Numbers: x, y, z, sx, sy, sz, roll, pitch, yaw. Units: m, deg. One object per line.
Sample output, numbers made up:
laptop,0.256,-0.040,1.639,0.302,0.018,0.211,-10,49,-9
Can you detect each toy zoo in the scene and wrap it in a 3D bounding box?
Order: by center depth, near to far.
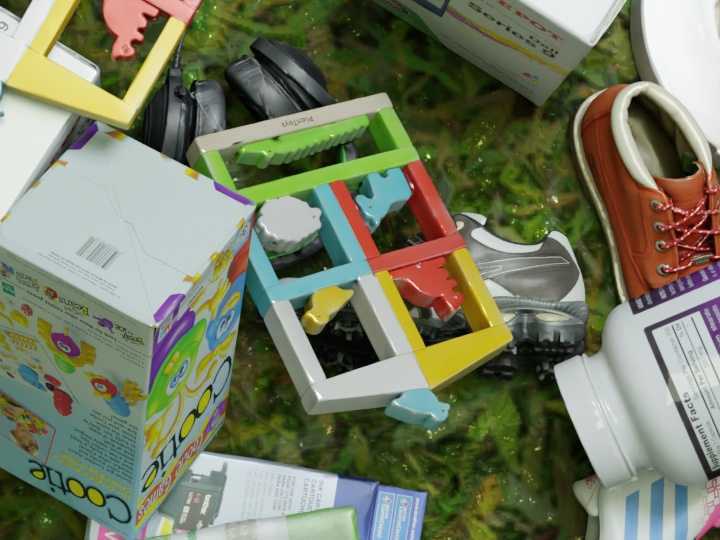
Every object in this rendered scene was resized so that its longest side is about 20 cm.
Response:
toy zoo,-0.142,-0.164,1.124,0.131,0.020,0.200,29,83,-3
toy zoo,0.000,0.000,1.226,0.131,0.020,0.200,-17,70,-30

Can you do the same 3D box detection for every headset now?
headset,-0.075,-0.095,1.286,0.123,0.094,0.200,-23,97,-8

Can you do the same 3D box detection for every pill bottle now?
pill bottle,0.216,0.050,1.233,0.200,0.112,0.113,-24,86,8

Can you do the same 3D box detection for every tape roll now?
tape roll,0.267,-0.154,1.353,0.203,0.037,0.203,1,83,-6

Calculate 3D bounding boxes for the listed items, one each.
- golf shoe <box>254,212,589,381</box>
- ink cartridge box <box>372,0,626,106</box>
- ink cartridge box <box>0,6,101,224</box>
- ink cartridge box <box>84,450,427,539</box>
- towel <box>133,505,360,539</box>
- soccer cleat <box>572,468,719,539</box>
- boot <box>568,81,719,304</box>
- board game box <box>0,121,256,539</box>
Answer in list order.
golf shoe,0.036,0.011,1.304,0.200,0.078,0.095,5,66,-6
ink cartridge box,0.079,-0.181,1.256,0.145,0.200,0.088,32,82,-1
ink cartridge box,-0.213,-0.053,1.214,0.084,0.200,0.146,31,81,-1
ink cartridge box,-0.065,0.171,1.286,0.200,0.042,0.119,10,83,-6
towel,-0.087,0.219,1.244,0.200,0.031,0.149,-12,107,2
soccer cleat,0.181,0.129,1.297,0.086,0.070,0.200,38,80,5
boot,0.189,-0.020,1.297,0.075,0.107,0.200,-26,89,-10
board game box,-0.134,0.036,1.191,0.105,0.200,0.103,28,52,13
